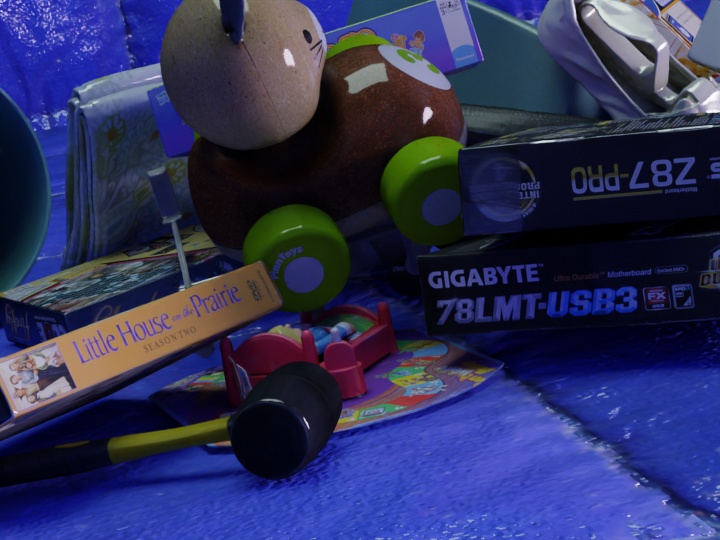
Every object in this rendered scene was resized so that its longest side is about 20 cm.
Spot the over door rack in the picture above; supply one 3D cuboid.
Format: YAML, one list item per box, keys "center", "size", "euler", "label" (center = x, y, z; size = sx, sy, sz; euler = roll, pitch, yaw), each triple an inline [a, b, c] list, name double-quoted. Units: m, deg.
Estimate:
- center: [-0.041, -0.018, 1.136]
  size: [0.148, 0.067, 0.200]
  euler: [-17, 28, -4]
  label: "over door rack"

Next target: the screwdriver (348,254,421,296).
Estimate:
- center: [0.000, 0.000, 1.206]
  size: [0.028, 0.029, 0.200]
  euler: [-18, 13, -35]
  label: "screwdriver"

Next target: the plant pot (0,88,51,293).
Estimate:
- center: [-0.345, -0.045, 1.374]
  size: [0.200, 0.201, 0.161]
  euler: [-16, -1, -27]
  label: "plant pot"

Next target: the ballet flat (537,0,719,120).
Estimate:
- center: [0.195, -0.116, 1.221]
  size: [0.069, 0.200, 0.069]
  euler: [-41, -15, -13]
  label: "ballet flat"

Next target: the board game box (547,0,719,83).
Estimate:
- center: [0.230, -0.148, 1.339]
  size: [0.046, 0.200, 0.152]
  euler: [-47, -3, 20]
  label: "board game box"

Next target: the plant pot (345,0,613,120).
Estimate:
- center: [0.097, -0.119, 1.369]
  size: [0.200, 0.141, 0.141]
  euler: [20, 5, 42]
  label: "plant pot"

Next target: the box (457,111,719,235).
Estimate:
- center: [0.146, -0.054, 0.962]
  size: [0.161, 0.049, 0.200]
  euler: [-2, 6, 14]
  label: "box"

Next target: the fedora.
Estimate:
- center: [0.088, -0.055, 1.177]
  size: [0.200, 0.092, 0.201]
  euler: [7, 4, 0]
  label: "fedora"

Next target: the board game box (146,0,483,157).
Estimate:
- center: [-0.025, -0.122, 1.189]
  size: [0.200, 0.045, 0.134]
  euler: [-17, 4, 3]
  label: "board game box"

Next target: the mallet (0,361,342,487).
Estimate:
- center: [-0.103, 0.079, 0.870]
  size: [0.200, 0.041, 0.066]
  euler: [-10, 11, 23]
  label: "mallet"

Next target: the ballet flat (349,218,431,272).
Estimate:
- center: [0.005, -0.028, 1.295]
  size: [0.067, 0.068, 0.200]
  euler: [-31, 6, -1]
  label: "ballet flat"

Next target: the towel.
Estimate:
- center: [-0.118, -0.071, 1.331]
  size: [0.200, 0.171, 0.048]
  euler: [-18, 45, -32]
  label: "towel"

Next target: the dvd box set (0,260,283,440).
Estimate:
- center: [-0.150, 0.055, 0.925]
  size: [0.146, 0.029, 0.200]
  euler: [-27, -3, 37]
  label: "dvd box set"

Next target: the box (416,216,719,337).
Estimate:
- center: [0.162, -0.008, 0.975]
  size: [0.198, 0.050, 0.200]
  euler: [-5, 7, 31]
  label: "box"

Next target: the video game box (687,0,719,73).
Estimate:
- center: [0.301, -0.085, 0.998]
  size: [0.182, 0.047, 0.200]
  euler: [14, 11, -27]
  label: "video game box"

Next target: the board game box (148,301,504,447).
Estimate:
- center: [-0.023, 0.040, 0.969]
  size: [0.158, 0.039, 0.200]
  euler: [-14, 11, -17]
  label: "board game box"

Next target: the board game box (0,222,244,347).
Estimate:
- center: [-0.125, 0.005, 1.243]
  size: [0.200, 0.035, 0.135]
  euler: [-21, 14, -26]
  label: "board game box"

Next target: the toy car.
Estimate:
- center: [-0.041, -0.111, 1.001]
  size: [0.158, 0.200, 0.164]
  euler: [-26, 35, -2]
  label: "toy car"
